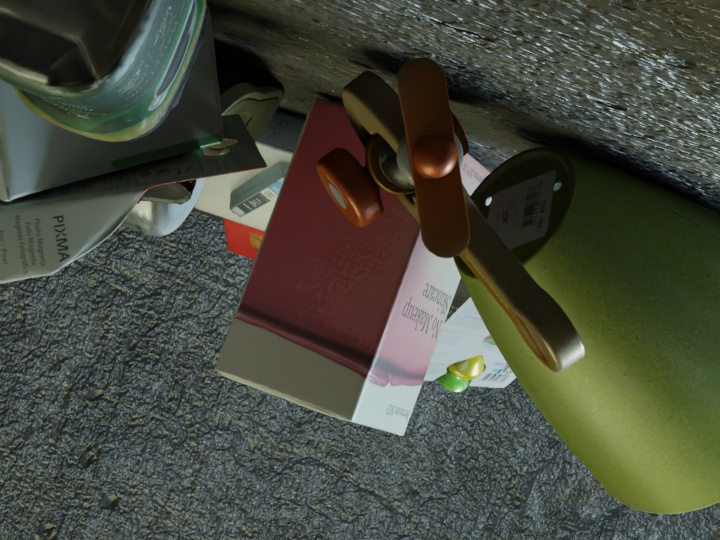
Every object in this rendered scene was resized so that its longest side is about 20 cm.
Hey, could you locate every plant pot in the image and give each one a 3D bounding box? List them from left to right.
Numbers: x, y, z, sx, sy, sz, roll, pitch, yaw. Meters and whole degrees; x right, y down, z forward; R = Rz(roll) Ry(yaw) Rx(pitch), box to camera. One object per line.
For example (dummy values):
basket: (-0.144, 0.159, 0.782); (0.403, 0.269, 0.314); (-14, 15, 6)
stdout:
plant pot: (0.154, 0.017, 1.162); (0.200, 0.187, 0.187); (39, 167, -32)

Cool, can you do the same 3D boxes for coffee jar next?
coffee jar: (-0.121, -0.118, 0.872); (0.085, 0.105, 0.200); (22, 176, 1)

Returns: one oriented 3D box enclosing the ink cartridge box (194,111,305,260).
ink cartridge box: (-0.035, -0.036, 1.500); (0.199, 0.045, 0.177); (18, 138, 19)

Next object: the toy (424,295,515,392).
toy: (0.120, 0.026, 1.544); (0.115, 0.047, 0.200); (7, 139, -32)

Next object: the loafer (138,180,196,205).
loafer: (-0.204, -0.067, 1.271); (0.199, 0.063, 0.072); (15, 151, -20)

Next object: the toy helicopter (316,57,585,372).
toy helicopter: (0.055, -0.031, 1.040); (0.200, 0.079, 0.132); (52, 169, 19)

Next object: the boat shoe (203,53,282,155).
boat shoe: (-0.099, -0.113, 1.306); (0.068, 0.072, 0.200); (37, 180, 6)

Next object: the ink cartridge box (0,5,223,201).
ink cartridge box: (-0.195, -0.111, 1.131); (0.145, 0.088, 0.200); (-19, -157, -34)

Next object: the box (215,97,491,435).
box: (0.000, 0.000, 1.321); (0.109, 0.201, 0.128); (19, 178, 20)

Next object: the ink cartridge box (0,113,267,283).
ink cartridge box: (-0.160, -0.042, 1.120); (0.199, 0.057, 0.163); (-5, -163, -9)

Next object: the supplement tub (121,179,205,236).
supplement tub: (-0.213, -0.111, 1.414); (0.199, 0.123, 0.123); (19, 177, 10)
